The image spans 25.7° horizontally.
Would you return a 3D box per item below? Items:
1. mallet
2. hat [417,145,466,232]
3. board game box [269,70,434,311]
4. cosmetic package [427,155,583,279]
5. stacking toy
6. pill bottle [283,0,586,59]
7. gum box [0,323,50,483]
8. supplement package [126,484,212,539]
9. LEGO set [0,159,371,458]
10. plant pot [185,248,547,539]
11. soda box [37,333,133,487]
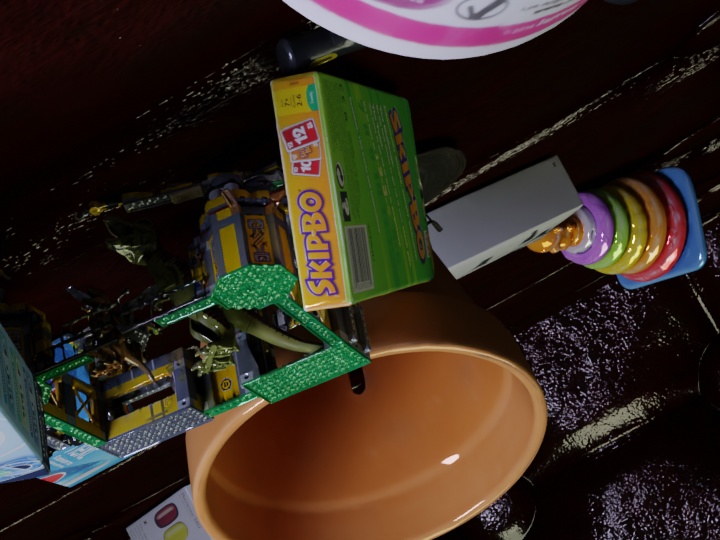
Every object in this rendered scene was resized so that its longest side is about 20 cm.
[{"bbox_3d":[0.055,-0.119,0.688,0.199,0.041,0.066,-22,173,-11],"label":"mallet"},{"bbox_3d":[0.000,0.000,1.028,0.200,0.081,0.201,-29,172,-4],"label":"hat"},{"bbox_3d":[0.002,-0.037,0.734,0.030,0.096,0.200,-8,-179,16],"label":"board game box"},{"bbox_3d":[0.071,-0.021,1.235,0.199,0.051,0.083,-25,170,-23],"label":"cosmetic package"},{"bbox_3d":[0.226,-0.039,1.511,0.199,0.111,0.116,-5,170,-41],"label":"stacking toy"},{"bbox_3d":[0.040,-0.131,0.290,0.113,0.114,0.200,-24,170,-25],"label":"pill bottle"},{"bbox_3d":[-0.214,0.055,0.593,0.169,0.045,0.200,-9,165,-7],"label":"gum box"},{"bbox_3d":[-0.244,0.384,2.367,0.109,0.114,0.200,-21,168,-42],"label":"supplement package"},{"bbox_3d":[-0.093,-0.001,0.753,0.199,0.117,0.153,-28,147,25],"label":"LEGO set"},{"bbox_3d":[-0.009,0.055,0.899,0.199,0.141,0.201,-11,140,-9],"label":"plant pot"},{"bbox_3d":[-0.192,0.097,1.046,0.068,0.064,0.200,-27,171,-6],"label":"soda box"}]
